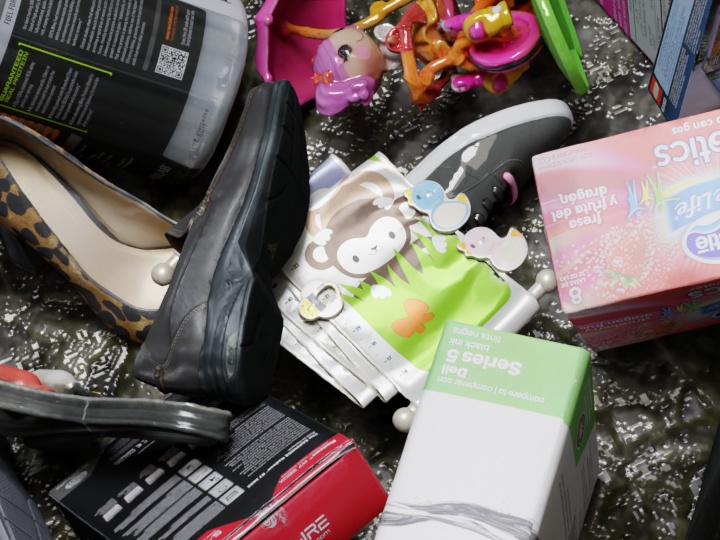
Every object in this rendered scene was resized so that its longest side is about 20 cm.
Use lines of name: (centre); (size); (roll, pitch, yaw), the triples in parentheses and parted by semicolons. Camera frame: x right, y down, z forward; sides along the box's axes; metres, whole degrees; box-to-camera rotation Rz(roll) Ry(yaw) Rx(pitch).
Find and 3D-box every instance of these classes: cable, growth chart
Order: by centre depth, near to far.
cable: (-0.150, 0.068, 1.548); (0.200, 0.097, 0.051); (-11, 61, 52)
growth chart: (0.000, 0.000, 1.594); (0.200, 0.018, 0.145); (32, 73, 22)

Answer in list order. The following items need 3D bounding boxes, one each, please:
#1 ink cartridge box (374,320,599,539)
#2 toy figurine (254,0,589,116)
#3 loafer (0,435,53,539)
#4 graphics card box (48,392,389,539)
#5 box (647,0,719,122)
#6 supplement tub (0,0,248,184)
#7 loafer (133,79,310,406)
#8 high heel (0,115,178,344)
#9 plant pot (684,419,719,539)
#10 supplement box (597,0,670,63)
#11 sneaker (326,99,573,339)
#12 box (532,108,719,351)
ink cartridge box: (0.060, 0.152, 1.488); (0.084, 0.146, 0.201); (13, 61, 14)
toy figurine: (0.026, -0.143, 1.684); (0.183, 0.150, 0.201); (-23, 41, 8)
loafer: (-0.222, 0.132, 1.593); (0.063, 0.072, 0.200); (-36, 46, 6)
graphics card box: (-0.080, 0.123, 1.523); (0.125, 0.051, 0.200); (-39, 24, -14)
box: (0.271, -0.160, 1.625); (0.199, 0.137, 0.038); (-17, 57, -17)
supplement tub: (-0.177, -0.135, 1.669); (0.199, 0.123, 0.123); (18, 58, -19)
loafer: (-0.076, -0.021, 1.567); (0.072, 0.073, 0.201); (1, 56, 19)
high heel: (-0.138, -0.023, 1.628); (0.199, 0.143, 0.072); (17, 63, 19)
plant pot: (0.271, 0.098, 1.470); (0.198, 0.178, 0.201); (12, 62, 16)
supplement box: (0.183, -0.214, 1.718); (0.101, 0.104, 0.200); (-32, 61, -11)
sneaker: (0.059, -0.014, 1.639); (0.200, 0.071, 0.099); (-34, 63, -7)
box: (0.206, -0.030, 1.563); (0.199, 0.103, 0.095); (-14, 73, 10)
